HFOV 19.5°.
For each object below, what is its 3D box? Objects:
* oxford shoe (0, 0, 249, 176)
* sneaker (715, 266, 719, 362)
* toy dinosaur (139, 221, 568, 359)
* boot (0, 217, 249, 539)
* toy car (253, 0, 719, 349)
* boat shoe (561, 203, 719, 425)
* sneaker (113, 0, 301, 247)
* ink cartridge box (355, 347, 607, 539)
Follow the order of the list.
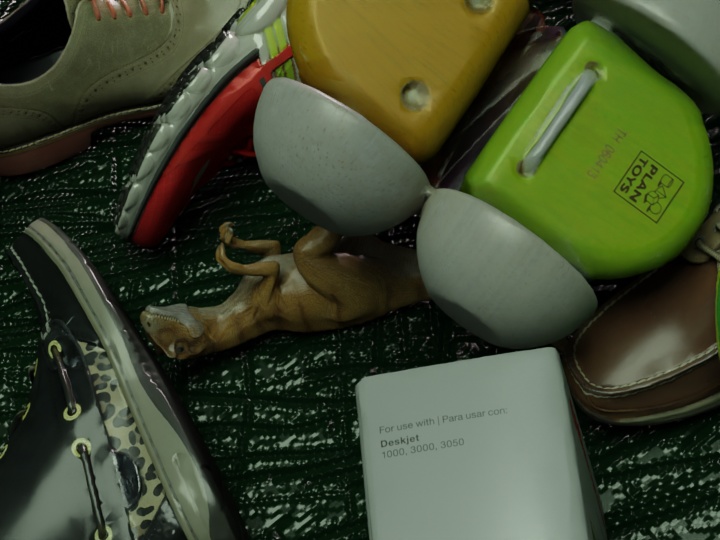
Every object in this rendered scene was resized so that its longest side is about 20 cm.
[{"bbox_3d":[-0.114,-0.118,1.028,0.199,0.075,0.071,-30,57,-5],"label":"oxford shoe"},{"bbox_3d":[0.195,0.075,0.809,0.073,0.084,0.202,-17,75,-2],"label":"sneaker"},{"bbox_3d":[0.000,0.000,0.953,0.198,0.060,0.107,-7,90,6],"label":"toy dinosaur"},{"bbox_3d":[-0.153,0.083,0.923,0.153,0.074,0.204,-33,56,-3],"label":"boot"},{"bbox_3d":[0.058,-0.066,0.904,0.199,0.150,0.176,34,80,7],"label":"toy car"},{"bbox_3d":[0.171,-0.006,0.892,0.199,0.072,0.076,-32,57,-6],"label":"boat shoe"},{"bbox_3d":[-0.038,-0.082,0.992,0.085,0.077,0.200,41,88,-9],"label":"sneaker"},{"bbox_3d":[0.058,0.151,0.784,0.084,0.145,0.202,-11,58,7],"label":"ink cartridge box"}]
